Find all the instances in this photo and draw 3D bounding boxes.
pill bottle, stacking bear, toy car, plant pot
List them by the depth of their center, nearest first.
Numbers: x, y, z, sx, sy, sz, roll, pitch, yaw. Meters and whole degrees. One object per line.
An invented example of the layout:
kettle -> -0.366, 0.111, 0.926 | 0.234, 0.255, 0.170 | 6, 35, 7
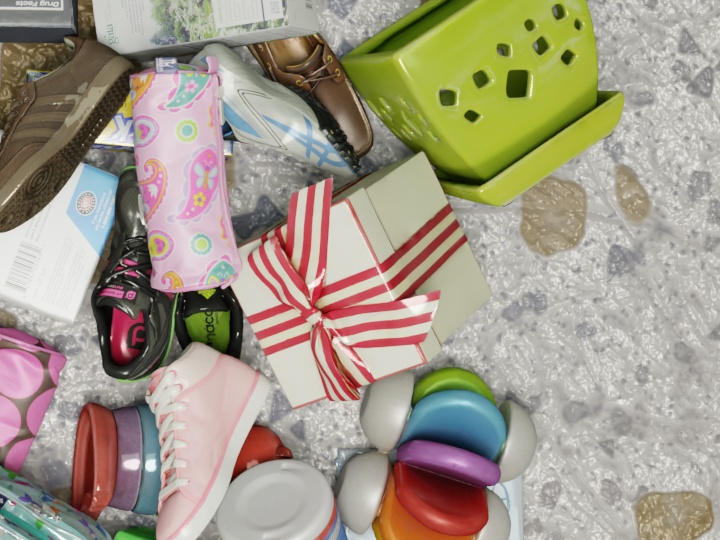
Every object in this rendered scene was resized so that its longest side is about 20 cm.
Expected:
pill bottle -> -0.059, 0.283, 1.370 | 0.112, 0.112, 0.201 | -24, 129, -10
stacking bear -> -0.166, 0.185, 1.387 | 0.198, 0.122, 0.115 | 5, 64, -20
toy car -> 0.077, 0.193, 1.390 | 0.174, 0.150, 0.202 | 18, 87, -7
plant pot -> 0.123, -0.177, 1.393 | 0.199, 0.199, 0.182 | -34, 104, -9

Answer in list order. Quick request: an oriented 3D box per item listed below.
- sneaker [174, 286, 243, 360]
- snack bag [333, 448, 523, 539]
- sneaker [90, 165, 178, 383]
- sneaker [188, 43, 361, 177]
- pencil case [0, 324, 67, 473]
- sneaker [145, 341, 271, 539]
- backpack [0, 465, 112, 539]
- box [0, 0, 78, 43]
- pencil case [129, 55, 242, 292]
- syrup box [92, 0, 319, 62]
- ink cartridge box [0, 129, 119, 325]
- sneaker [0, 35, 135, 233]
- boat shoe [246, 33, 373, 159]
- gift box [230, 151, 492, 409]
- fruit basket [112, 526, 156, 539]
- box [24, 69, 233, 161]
sneaker -> -0.151, 0.014, 1.393 | 0.073, 0.087, 0.202 | -11, 93, -10
snack bag -> 0.071, 0.271, 1.476 | 0.198, 0.021, 0.190 | -1, 91, -8
sneaker -> -0.199, 0.007, 1.314 | 0.076, 0.084, 0.202 | 5, 100, 10
sneaker -> -0.083, -0.139, 1.358 | 0.199, 0.072, 0.073 | 30, 115, -30
pencil case -> -0.355, 0.150, 1.359 | 0.093, 0.090, 0.201 | 25, 85, -41
sneaker -> -0.160, 0.150, 1.298 | 0.104, 0.075, 0.201 | 36, 51, -16
backpack -> -0.311, 0.276, 1.265 | 0.199, 0.151, 0.178 | 30, 92, -14
box -> -0.360, -0.313, 1.328 | 0.198, 0.123, 0.200 | 0, 90, -9
pencil case -> -0.151, -0.082, 1.263 | 0.087, 0.087, 0.202 | -6, 95, -11
syrup box -> -0.146, -0.247, 1.352 | 0.198, 0.081, 0.079 | -6, 92, 20
ink cartridge box -> -0.337, -0.052, 1.358 | 0.199, 0.085, 0.146 | 22, 85, -12
sneaker -> -0.287, -0.124, 1.306 | 0.075, 0.071, 0.200 | 33, 71, 13
boat shoe -> -0.054, -0.192, 1.418 | 0.072, 0.068, 0.201 | -36, 97, -8
gift box -> 0.000, 0.000, 1.335 | 0.199, 0.187, 0.185 | -28, 95, 36
fruit basket -> -0.171, 0.361, 1.377 | 0.214, 0.156, 0.218 | -1, 83, 5
box -> -0.220, -0.146, 1.385 | 0.198, 0.070, 0.065 | 5, 88, -11
